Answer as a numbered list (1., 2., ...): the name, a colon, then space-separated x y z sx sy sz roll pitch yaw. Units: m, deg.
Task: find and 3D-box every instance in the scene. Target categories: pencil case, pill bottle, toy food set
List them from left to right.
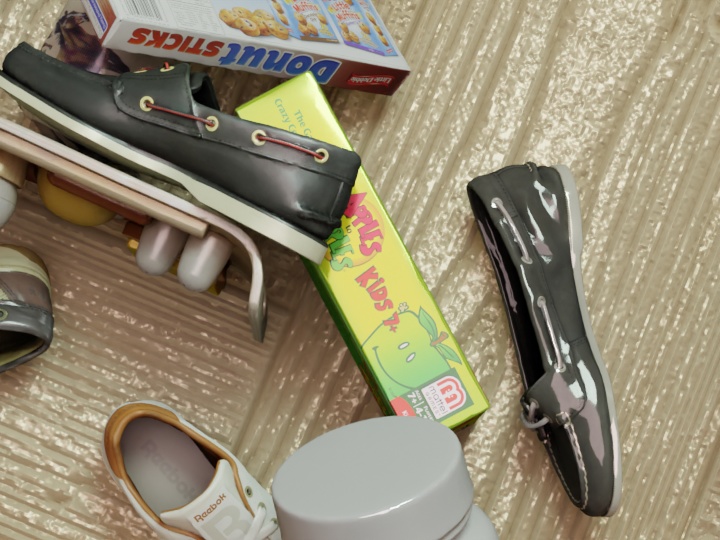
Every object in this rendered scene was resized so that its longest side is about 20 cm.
1. toy food set: -0.140 -0.016 1.036 0.199 0.144 0.061 25 82 3
2. pencil case: -0.114 -0.151 1.091 0.078 0.089 0.201 22 80 31
3. pill bottle: 0.023 0.183 0.983 0.113 0.114 0.201 -16 113 -3

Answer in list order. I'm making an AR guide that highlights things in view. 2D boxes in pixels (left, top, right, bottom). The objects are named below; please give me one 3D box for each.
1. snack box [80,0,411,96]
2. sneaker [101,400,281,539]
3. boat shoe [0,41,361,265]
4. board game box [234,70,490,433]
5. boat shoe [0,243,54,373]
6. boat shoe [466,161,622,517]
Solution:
1. snack box: -0.063 -0.137 1.039 0.024 0.200 0.072 -50 53 32
2. sneaker: -0.067 0.150 1.043 0.200 0.085 0.073 43 82 3
3. boat shoe: -0.094 -0.072 0.991 0.201 0.074 0.063 25 90 15
4. board game box: 0.000 0.000 1.056 0.047 0.102 0.200 -27 83 -4
5. boat shoe: -0.262 0.043 1.054 0.199 0.073 0.065 -21 43 -3
6. boat shoe: 0.098 0.038 1.068 0.057 0.067 0.201 -5 75 -12
